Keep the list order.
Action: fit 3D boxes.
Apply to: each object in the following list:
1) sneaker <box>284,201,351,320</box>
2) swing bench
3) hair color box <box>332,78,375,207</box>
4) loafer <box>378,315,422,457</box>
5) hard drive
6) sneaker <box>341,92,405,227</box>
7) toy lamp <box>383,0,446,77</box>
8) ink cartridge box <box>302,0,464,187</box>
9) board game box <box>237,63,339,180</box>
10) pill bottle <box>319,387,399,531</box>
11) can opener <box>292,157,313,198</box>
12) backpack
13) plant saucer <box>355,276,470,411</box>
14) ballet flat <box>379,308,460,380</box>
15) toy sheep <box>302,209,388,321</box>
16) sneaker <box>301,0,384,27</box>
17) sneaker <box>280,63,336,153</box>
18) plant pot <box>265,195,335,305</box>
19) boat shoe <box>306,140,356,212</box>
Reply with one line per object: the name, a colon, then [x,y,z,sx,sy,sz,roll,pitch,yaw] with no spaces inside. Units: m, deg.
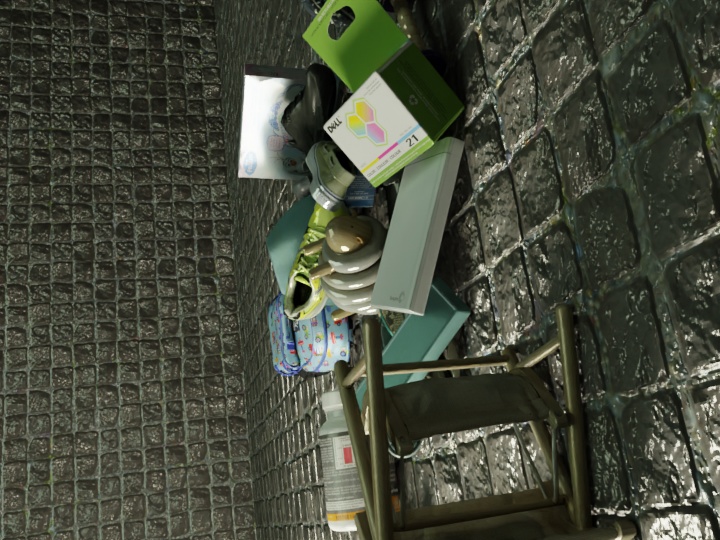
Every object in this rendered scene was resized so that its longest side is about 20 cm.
sneaker: [-0.063,-0.014,1.061,0.076,0.074,0.205,-39,-34,-71]
swing bench: [0.094,0.151,0.607,0.130,0.194,0.205,121,143,-61]
hair color box: [-0.004,-0.213,1.119,0.101,0.059,0.204,-115,27,-51]
loafer: [0.058,0.158,0.979,0.063,0.070,0.205,77,-170,-67]
hard drive: [0.066,-0.051,0.860,0.132,0.026,0.205,179,105,-71]
sneaker: [0.022,-0.140,0.963,0.075,0.104,0.206,172,95,-73]
toy lamp: [0.058,-0.320,0.907,0.059,0.057,0.204,112,151,-53]
ink cartridge box: [0.004,-0.219,0.840,0.200,0.076,0.147,47,150,-9]
board game box: [-0.112,-0.252,1.238,0.044,0.194,0.203,-105,21,-46]
pill bottle: [-0.004,0.288,1.093,0.116,0.113,0.205,137,128,-68]
can opener: [-0.092,-0.154,1.170,0.054,0.066,0.200,62,174,-11]
backpack: [-0.089,0.106,1.331,0.200,0.131,0.188,149,116,-68]
plant saucer: [0.054,0.106,0.856,0.202,0.019,0.070,-56,48,15]
ballet flat: [0.085,0.096,0.881,0.076,0.067,0.203,-51,45,33]
toy sheep: [0.000,0.000,1.004,0.202,0.135,0.140,63,-174,-46]
sneaker: [0.015,-0.381,0.891,0.078,0.196,0.088,46,-146,-47]
sneaker: [-0.086,-0.251,1.137,0.202,0.089,0.077,97,-170,-58]
plant pot: [-0.083,-0.027,1.188,0.200,0.132,0.205,162,90,-84]
boat shoe: [-0.034,-0.147,1.020,0.062,0.072,0.201,-44,24,18]
